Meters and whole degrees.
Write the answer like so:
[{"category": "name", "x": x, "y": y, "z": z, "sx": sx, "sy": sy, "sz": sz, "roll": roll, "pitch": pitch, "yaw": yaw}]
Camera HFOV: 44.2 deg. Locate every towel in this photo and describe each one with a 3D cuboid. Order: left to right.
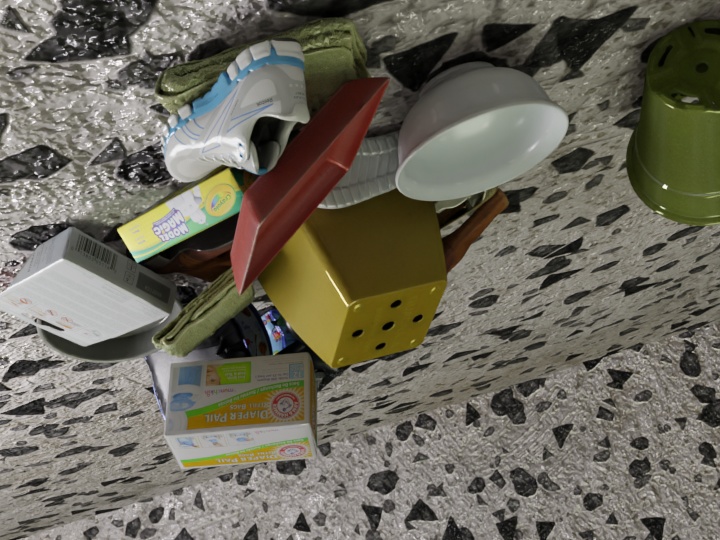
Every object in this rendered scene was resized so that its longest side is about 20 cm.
[{"category": "towel", "x": -0.197, "y": 0.058, "z": 1.152, "sx": 0.148, "sy": 0.037, "sz": 0.200, "roll": -42, "pitch": 179, "yaw": -9}, {"category": "towel", "x": -0.086, "y": -0.175, "z": 0.851, "sx": 0.196, "sy": 0.037, "sz": 0.149, "roll": -19, "pitch": 162, "yaw": 2}]

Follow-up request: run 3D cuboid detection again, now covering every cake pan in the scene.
[{"category": "cake pan", "x": -0.339, "y": 0.059, "z": 1.213, "sx": 0.195, "sy": 0.037, "sz": 0.202, "roll": -10, "pitch": 145, "yaw": -7}]

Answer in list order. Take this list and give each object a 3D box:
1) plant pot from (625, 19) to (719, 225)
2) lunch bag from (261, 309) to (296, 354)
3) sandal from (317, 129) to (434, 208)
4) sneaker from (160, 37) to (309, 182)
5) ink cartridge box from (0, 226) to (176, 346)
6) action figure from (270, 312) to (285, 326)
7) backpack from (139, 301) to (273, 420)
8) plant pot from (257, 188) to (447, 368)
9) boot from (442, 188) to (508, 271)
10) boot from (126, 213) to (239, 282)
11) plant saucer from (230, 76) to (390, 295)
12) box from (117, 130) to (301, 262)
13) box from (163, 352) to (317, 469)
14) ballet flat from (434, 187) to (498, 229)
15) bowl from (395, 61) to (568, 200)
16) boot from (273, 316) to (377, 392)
[{"category": "plant pot", "x": 0.408, "y": -0.189, "z": 1.056, "sx": 0.196, "sy": 0.204, "sz": 0.190, "roll": -21, "pitch": 148, "yaw": 12}, {"category": "lunch bag", "x": -0.147, "y": 0.139, "z": 1.621, "sx": 0.149, "sy": 0.096, "sz": 0.199, "roll": -29, "pitch": 168, "yaw": 25}, {"category": "sandal", "x": -0.007, "y": -0.119, "z": 1.035, "sx": 0.198, "sy": 0.085, "sz": 0.050, "roll": -9, "pitch": -172, "yaw": -22}, {"category": "sneaker", "x": -0.113, "y": -0.117, "z": 0.793, "sx": 0.074, "sy": 0.088, "sz": 0.199, "roll": -4, "pitch": 160, "yaw": -42}, {"category": "ink cartridge box", "x": -0.351, "y": 0.028, "z": 1.109, "sx": 0.197, "sy": 0.048, "sz": 0.159, "roll": -19, "pitch": 143, "yaw": 38}, {"category": "action figure", "x": -0.024, "y": 0.063, "z": 1.330, "sx": 0.196, "sy": 0.056, "sz": 0.118, "roll": 11, "pitch": 160, "yaw": -25}, {"category": "backpack", "x": -0.225, "y": 0.131, "z": 1.354, "sx": 0.187, "sy": 0.204, "sz": 0.154, "roll": -18, "pitch": -173, "yaw": 30}, {"category": "plant pot", "x": 0.000, "y": 0.000, "z": 1.106, "sx": 0.196, "sy": 0.178, "sz": 0.202, "roll": -11, "pitch": 144, "yaw": -23}, {"category": "boot", "x": 0.125, "y": -0.034, "z": 1.316, "sx": 0.201, "sy": 0.068, "sz": 0.188, "roll": -49, "pitch": 174, "yaw": -10}, {"category": "boot", "x": -0.171, "y": -0.026, "z": 1.145, "sx": 0.185, "sy": 0.070, "sz": 0.199, "roll": -25, "pitch": 161, "yaw": 21}, {"category": "plant saucer", "x": -0.061, "y": -0.087, "z": 0.878, "sx": 0.200, "sy": 0.036, "sz": 0.200, "roll": -51, "pitch": 177, "yaw": -23}, {"category": "box", "x": -0.150, "y": -0.081, "z": 0.933, "sx": 0.197, "sy": 0.049, "sz": 0.117, "roll": -24, "pitch": -166, "yaw": 33}, {"category": "box", "x": -0.158, "y": 0.192, "z": 1.214, "sx": 0.195, "sy": 0.114, "sz": 0.102, "roll": -5, "pitch": 143, "yaw": 1}, {"category": "ballet flat", "x": 0.100, "y": -0.083, "z": 1.212, "sx": 0.198, "sy": 0.072, "sz": 0.070, "roll": -32, "pitch": 157, "yaw": 26}, {"category": "bowl", "x": 0.121, "y": -0.164, "z": 0.977, "sx": 0.196, "sy": 0.092, "sz": 0.202, "roll": -15, "pitch": 161, "yaw": -5}, {"category": "boot", "x": -0.078, "y": 0.114, "z": 1.277, "sx": 0.167, "sy": 0.078, "sz": 0.198, "roll": -32, "pitch": 143, "yaw": 32}]
